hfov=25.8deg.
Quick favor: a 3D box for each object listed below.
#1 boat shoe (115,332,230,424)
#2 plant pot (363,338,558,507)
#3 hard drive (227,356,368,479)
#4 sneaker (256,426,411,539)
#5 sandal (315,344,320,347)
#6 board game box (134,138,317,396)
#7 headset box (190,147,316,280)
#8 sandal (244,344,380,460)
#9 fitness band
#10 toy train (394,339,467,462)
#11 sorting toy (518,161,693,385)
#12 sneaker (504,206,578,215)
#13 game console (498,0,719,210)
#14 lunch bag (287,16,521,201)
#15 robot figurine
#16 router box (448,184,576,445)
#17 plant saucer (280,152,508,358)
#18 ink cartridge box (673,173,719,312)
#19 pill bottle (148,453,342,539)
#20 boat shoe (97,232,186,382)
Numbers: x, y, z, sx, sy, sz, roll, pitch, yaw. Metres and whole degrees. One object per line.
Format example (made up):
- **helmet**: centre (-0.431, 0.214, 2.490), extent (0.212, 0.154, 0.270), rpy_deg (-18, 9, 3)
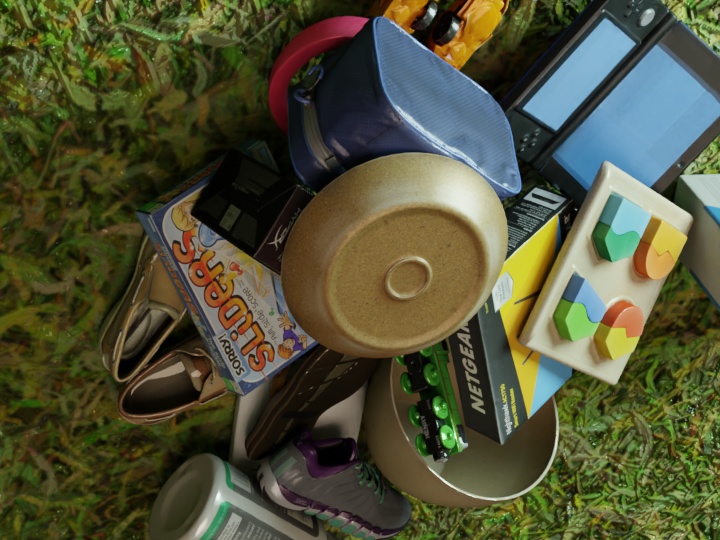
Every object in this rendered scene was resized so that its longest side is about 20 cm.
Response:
- **boat shoe**: centre (-0.149, 0.095, 1.527), extent (0.200, 0.072, 0.076), rpy_deg (-32, 91, 4)
- **plant pot**: centre (0.081, 0.155, 1.587), extent (0.200, 0.201, 0.134), rpy_deg (19, 146, -24)
- **hard drive**: centre (-0.068, 0.170, 1.633), extent (0.132, 0.027, 0.200), rpy_deg (1, 119, -15)
- **sneaker**: centre (-0.007, 0.216, 1.603), extent (0.200, 0.075, 0.088), rpy_deg (21, 123, -39)
- **sandal**: centre (0.001, 0.001, 1.540), extent (0.075, 0.048, 0.201), rpy_deg (13, 115, -22)
- **board game box**: centre (-0.107, -0.003, 1.465), extent (0.135, 0.034, 0.200), rpy_deg (-36, 114, -23)
- **headset box**: centre (-0.031, -0.015, 1.396), extent (0.200, 0.149, 0.077), rpy_deg (31, 90, -31)
- **sandal**: centre (-0.054, 0.114, 1.559), extent (0.082, 0.055, 0.200), rpy_deg (6, 136, -39)
- **fitness band**: centre (0.008, -0.151, 1.435), extent (0.144, 0.037, 0.200), rpy_deg (-36, 128, 28)
- **toy train**: centre (0.062, 0.085, 1.496), extent (0.042, 0.201, 0.056), rpy_deg (-24, 162, 34)
- **sorting toy**: centre (0.242, 0.010, 1.491), extent (0.200, 0.036, 0.186), rpy_deg (23, 92, -52)
- **sneaker**: centre (0.172, -0.037, 1.552), extent (0.114, 0.076, 0.199), rpy_deg (-42, 124, 9)
- **game console**: centre (0.241, -0.150, 1.470), extent (0.200, 0.118, 0.171), rpy_deg (-48, 153, 13)
- **lunch bag**: centre (0.024, -0.110, 1.355), extent (0.200, 0.136, 0.132), rpy_deg (33, 125, -30)
- **robot figurine**: centre (0.096, -0.276, 1.400), extent (0.145, 0.058, 0.200), rpy_deg (28, 110, -28)
- **router box**: centre (0.148, 0.043, 1.476), extent (0.149, 0.051, 0.200), rpy_deg (-41, 136, -29)
- **plant saucer**: centre (0.035, -0.001, 1.307), extent (0.200, 0.035, 0.201), rpy_deg (-9, 124, -14)
- **ink cartridge box**: centre (0.431, -0.033, 1.580), extent (0.199, 0.145, 0.084), rpy_deg (-3, 121, -14)
- **pill bottle**: centre (-0.107, 0.278, 1.603), extent (0.200, 0.113, 0.113), rpy_deg (35, 106, -28)
- **boat shoe**: centre (-0.183, 0.020, 1.483), extent (0.072, 0.076, 0.200), rpy_deg (20, 109, -21)
